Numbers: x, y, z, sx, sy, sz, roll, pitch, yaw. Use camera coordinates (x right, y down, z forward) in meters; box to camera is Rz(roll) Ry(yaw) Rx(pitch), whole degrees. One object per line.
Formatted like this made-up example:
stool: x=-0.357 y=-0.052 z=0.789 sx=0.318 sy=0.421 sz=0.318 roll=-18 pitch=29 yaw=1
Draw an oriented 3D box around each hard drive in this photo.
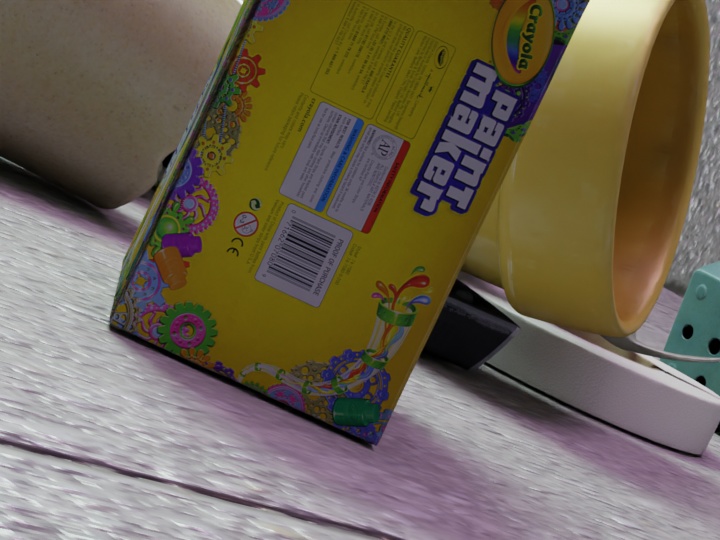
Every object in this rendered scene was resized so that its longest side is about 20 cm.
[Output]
hard drive: x=0.000 y=0.000 z=1.511 sx=0.135 sy=0.042 sz=0.200 roll=23 pitch=6 yaw=-23

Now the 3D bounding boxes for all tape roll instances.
tape roll: x=0.131 y=0.054 z=1.641 sx=0.203 sy=0.037 sz=0.203 roll=26 pitch=5 yaw=-2

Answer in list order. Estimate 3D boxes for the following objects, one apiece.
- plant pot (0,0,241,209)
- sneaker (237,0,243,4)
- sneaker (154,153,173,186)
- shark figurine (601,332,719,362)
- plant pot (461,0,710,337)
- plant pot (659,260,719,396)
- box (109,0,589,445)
plant pot: x=-0.167 y=-0.134 z=1.375 sx=0.183 sy=0.201 sz=0.200 roll=36 pitch=1 yaw=-21
sneaker: x=-0.156 y=-0.146 z=1.574 sx=0.200 sy=0.075 sz=0.105 roll=11 pitch=-39 yaw=-3
sneaker: x=-0.109 y=-0.078 z=1.691 sx=0.076 sy=0.076 sz=0.200 roll=36 pitch=20 yaw=27
shark figurine: x=0.149 y=-0.023 z=1.592 sx=0.089 sy=0.215 sz=0.128 roll=-6 pitch=17 yaw=40
plant pot: x=0.080 y=-0.078 z=1.471 sx=0.189 sy=0.201 sz=0.201 roll=11 pitch=0 yaw=19
plant pot: x=0.320 y=0.069 z=1.898 sx=0.200 sy=0.142 sz=0.141 roll=11 pitch=13 yaw=-41
box: x=-0.010 y=-0.056 z=1.122 sx=0.122 sy=0.200 sz=0.193 roll=25 pitch=6 yaw=-7
